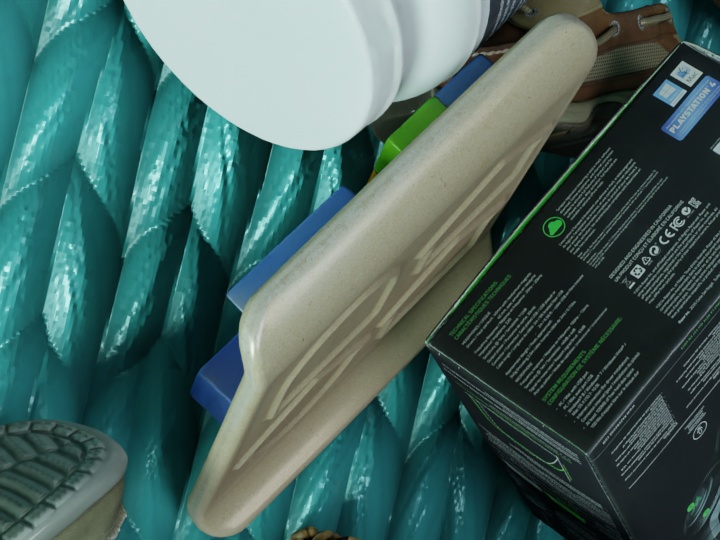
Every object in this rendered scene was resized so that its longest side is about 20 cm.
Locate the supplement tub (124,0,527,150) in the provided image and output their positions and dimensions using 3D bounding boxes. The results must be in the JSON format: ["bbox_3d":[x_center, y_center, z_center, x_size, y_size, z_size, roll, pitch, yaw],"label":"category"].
[{"bbox_3d":[0.016,-0.152,0.866,0.200,0.140,0.141,-46,128,-30],"label":"supplement tub"}]

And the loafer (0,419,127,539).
[{"bbox_3d":[-0.156,0.130,0.806,0.200,0.075,0.070,-42,132,-21],"label":"loafer"}]

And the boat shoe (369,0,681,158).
[{"bbox_3d":[0.074,-0.088,0.998,0.200,0.075,0.074,-3,83,-51],"label":"boat shoe"}]

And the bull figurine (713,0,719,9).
[{"bbox_3d":[0.241,-0.128,1.163,0.200,0.065,0.122,35,69,-47],"label":"bull figurine"}]

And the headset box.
[{"bbox_3d":[0.141,0.033,1.014,0.174,0.093,0.200,-49,147,-10],"label":"headset box"}]

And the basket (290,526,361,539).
[{"bbox_3d":[0.037,0.222,0.964,0.143,0.149,0.200,-57,134,-21],"label":"basket"}]

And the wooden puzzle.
[{"bbox_3d":[0.000,0.000,0.891,0.185,0.046,0.200,-45,168,-24],"label":"wooden puzzle"}]
